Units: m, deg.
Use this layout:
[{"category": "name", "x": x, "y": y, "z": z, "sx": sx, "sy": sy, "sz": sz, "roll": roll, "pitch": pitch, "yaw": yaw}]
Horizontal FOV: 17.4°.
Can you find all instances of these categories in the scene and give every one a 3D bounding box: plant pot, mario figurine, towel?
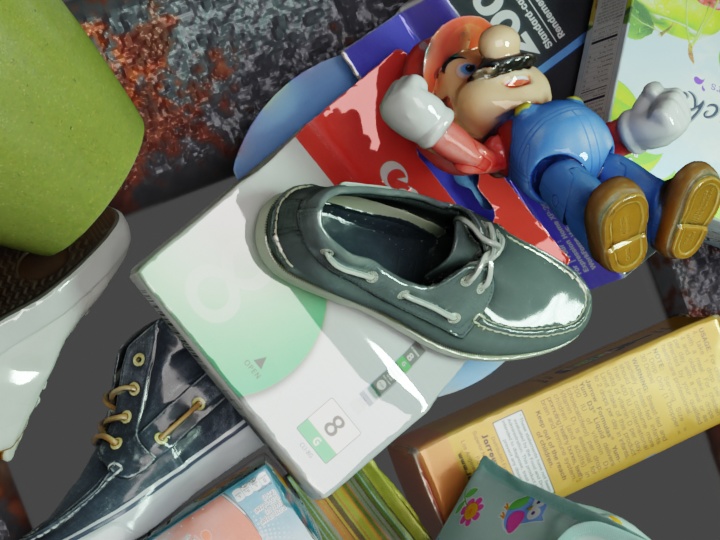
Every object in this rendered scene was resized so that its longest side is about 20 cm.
[{"category": "plant pot", "x": -0.219, "y": -0.099, "z": 1.234, "sx": 0.200, "sy": 0.187, "sz": 0.187, "roll": 37, "pitch": 81, "yaw": -24}, {"category": "mario figurine", "x": 0.093, "y": -0.082, "z": 1.225, "sx": 0.123, "sy": 0.200, "sz": 0.106, "roll": 32, "pitch": 94, "yaw": -48}, {"category": "towel", "x": -0.059, "y": 0.182, "z": 1.313, "sx": 0.200, "sy": 0.018, "sz": 0.086, "roll": -39, "pitch": 77, "yaw": -3}]

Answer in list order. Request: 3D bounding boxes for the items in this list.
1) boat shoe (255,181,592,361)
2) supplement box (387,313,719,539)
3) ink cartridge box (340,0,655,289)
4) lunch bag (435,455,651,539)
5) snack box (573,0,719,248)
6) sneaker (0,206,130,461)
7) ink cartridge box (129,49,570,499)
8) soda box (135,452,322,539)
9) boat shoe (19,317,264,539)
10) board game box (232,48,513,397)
[{"category": "boat shoe", "x": 0.045, "y": -0.001, "z": 1.251, "sx": 0.200, "sy": 0.062, "sz": 0.073, "roll": 17, "pitch": 71, "yaw": -23}, {"category": "supplement box", "x": 0.121, "y": 0.090, "z": 1.360, "sx": 0.200, "sy": 0.067, "sz": 0.069, "roll": -25, "pitch": 95, "yaw": -12}, {"category": "ink cartridge box", "x": 0.119, "y": -0.098, "z": 1.351, "sx": 0.200, "sy": 0.043, "sz": 0.198, "roll": -38, "pitch": 99, "yaw": -25}, {"category": "lunch bag", "x": 0.105, "y": 0.209, "z": 1.226, "sx": 0.122, "sy": 0.200, "sz": 0.170, "roll": 33, "pitch": 85, "yaw": -31}, {"category": "snack box", "x": 0.217, "y": -0.085, "z": 1.344, "sx": 0.200, "sy": 0.053, "sz": 0.142, "roll": 18, "pitch": 77, "yaw": -24}, {"category": "sneaker", "x": -0.197, "y": 0.048, "z": 1.293, "sx": 0.200, "sy": 0.073, "sz": 0.085, "roll": -44, "pitch": 134, "yaw": -18}, {"category": "ink cartridge box", "x": 0.000, "y": 0.000, "z": 1.278, "sx": 0.200, "sy": 0.050, "sz": 0.161, "roll": -40, "pitch": 99, "yaw": -8}, {"category": "soda box", "x": -0.116, "y": 0.179, "z": 1.271, "sx": 0.200, "sy": 0.068, "sz": 0.064, "roll": -34, "pitch": 93, "yaw": -1}, {"category": "boat shoe", "x": -0.123, "y": 0.088, "z": 1.302, "sx": 0.200, "sy": 0.071, "sz": 0.091, "roll": -35, "pitch": 96, "yaw": -18}, {"category": "board game box", "x": 0.012, "y": -0.023, "z": 1.342, "sx": 0.158, "sy": 0.039, "sz": 0.200, "roll": -20, "pitch": 90, "yaw": -21}]
